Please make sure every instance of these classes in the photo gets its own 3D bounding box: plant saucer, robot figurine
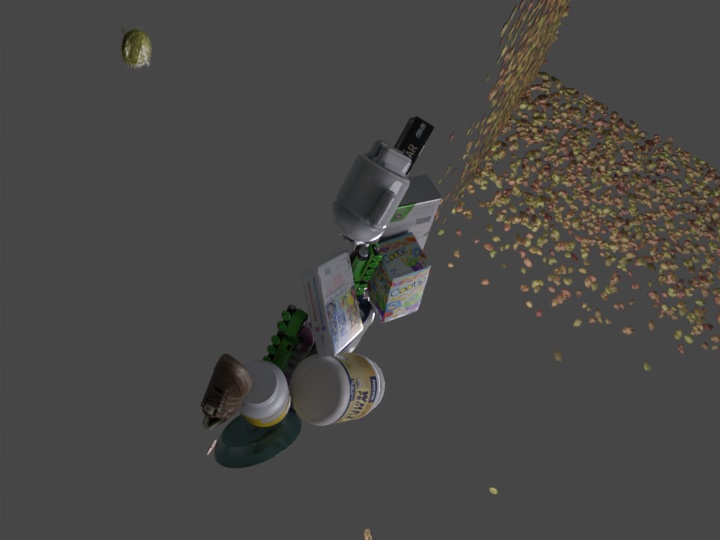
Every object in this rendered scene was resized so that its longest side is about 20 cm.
[{"bbox_3d":[-0.224,0.345,1.516,0.200,0.197,0.036,-46,125,-55],"label":"plant saucer"},{"bbox_3d":[0.017,-0.139,1.331,0.202,0.112,0.170,-62,-155,13],"label":"robot figurine"}]

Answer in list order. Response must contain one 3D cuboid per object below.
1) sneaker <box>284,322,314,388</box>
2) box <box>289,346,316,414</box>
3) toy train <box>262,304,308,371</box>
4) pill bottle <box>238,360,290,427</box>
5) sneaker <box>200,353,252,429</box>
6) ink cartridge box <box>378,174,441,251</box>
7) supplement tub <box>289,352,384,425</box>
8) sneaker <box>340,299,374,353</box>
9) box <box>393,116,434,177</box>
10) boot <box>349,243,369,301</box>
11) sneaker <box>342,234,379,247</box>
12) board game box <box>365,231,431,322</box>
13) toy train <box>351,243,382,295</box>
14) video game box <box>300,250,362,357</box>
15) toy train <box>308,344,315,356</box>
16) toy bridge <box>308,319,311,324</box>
[{"bbox_3d":[-0.160,0.196,1.608,0.202,0.080,0.089,-60,-175,17],"label":"sneaker"},{"bbox_3d":[-0.084,0.268,1.685,0.160,0.048,0.199,-59,152,4],"label":"box"},{"bbox_3d":[-0.162,0.156,1.499,0.042,0.056,0.202,-45,163,-56],"label":"toy train"},{"bbox_3d":[-0.198,0.243,1.408,0.113,0.111,0.200,-55,170,-19],"label":"pill bottle"},{"bbox_3d":[-0.239,0.221,1.238,0.076,0.070,0.201,-51,168,-34],"label":"sneaker"},{"bbox_3d":[0.091,-0.116,1.682,0.144,0.085,0.201,-13,145,-23],"label":"ink cartridge box"},{"bbox_3d":[-0.044,0.251,1.523,0.146,0.144,0.199,-60,152,12],"label":"supplement tub"},{"bbox_3d":[-0.048,0.092,1.684,0.080,0.147,0.201,-24,-157,33],"label":"sneaker"},{"bbox_3d":[0.088,-0.237,1.474,0.162,0.043,0.200,-60,-175,10],"label":"box"},{"bbox_3d":[-0.003,0.023,1.809,0.075,0.096,0.201,-47,166,-52],"label":"boot"},{"bbox_3d":[-0.006,-0.093,1.574,0.081,0.075,0.200,-29,167,-7],"label":"sneaker"},{"bbox_3d":[0.087,0.020,1.692,0.103,0.104,0.201,-19,151,-17],"label":"board game box"},{"bbox_3d":[0.000,0.000,1.628,0.201,0.055,0.042,115,-33,-57],"label":"toy train"},{"bbox_3d":[-0.057,0.065,1.501,0.200,0.046,0.185,-33,111,-70],"label":"video game box"},{"bbox_3d":[-0.140,0.220,1.704,0.113,0.085,0.202,8,116,-47],"label":"toy train"},{"bbox_3d":[-0.090,0.080,1.743,0.202,0.027,0.067,-61,171,20],"label":"toy bridge"}]
